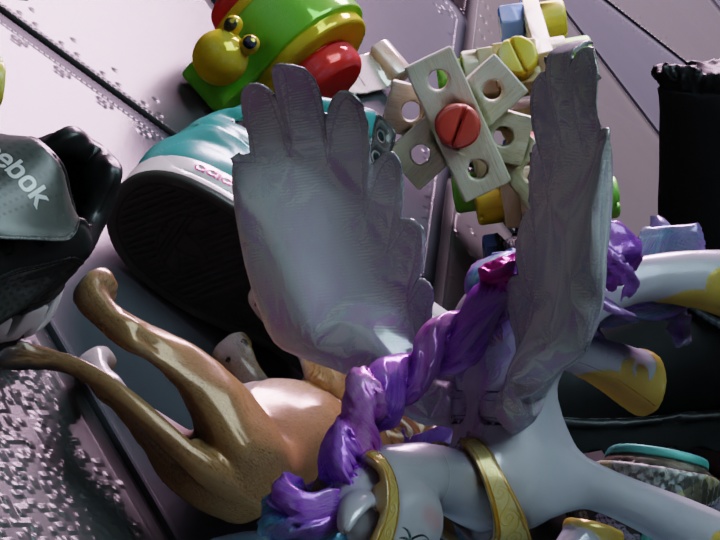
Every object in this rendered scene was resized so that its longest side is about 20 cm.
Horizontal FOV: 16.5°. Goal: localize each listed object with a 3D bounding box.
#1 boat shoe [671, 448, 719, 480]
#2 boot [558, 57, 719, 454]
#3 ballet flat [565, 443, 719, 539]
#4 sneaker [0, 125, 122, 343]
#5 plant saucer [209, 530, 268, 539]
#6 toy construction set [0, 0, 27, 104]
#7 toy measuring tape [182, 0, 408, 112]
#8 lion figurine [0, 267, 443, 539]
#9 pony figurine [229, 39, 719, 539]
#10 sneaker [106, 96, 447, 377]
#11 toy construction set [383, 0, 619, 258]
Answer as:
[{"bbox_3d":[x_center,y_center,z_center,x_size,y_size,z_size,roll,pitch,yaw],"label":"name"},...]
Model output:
[{"bbox_3d":[0.194,0.078,1.161,0.200,0.063,0.073,23,12,-41],"label":"boat shoe"},{"bbox_3d":[0.133,-0.008,1.037,0.198,0.163,0.073,2,17,-8],"label":"boot"},{"bbox_3d":[0.110,0.108,1.000,0.072,0.072,0.200,47,0,9],"label":"ballet flat"},{"bbox_3d":[-0.138,-0.006,0.803,0.066,0.091,0.200,44,25,6],"label":"sneaker"},{"bbox_3d":[0.030,0.147,0.816,0.201,0.039,0.201,21,12,-4],"label":"plant saucer"},{"bbox_3d":[-0.155,-0.143,0.921,0.092,0.131,0.200,20,69,-11],"label":"toy construction set"},{"bbox_3d":[-0.014,-0.110,1.168,0.074,0.074,0.200,49,27,15],"label":"toy measuring tape"},{"bbox_3d":[-0.030,0.058,0.887,0.200,0.072,0.122,-9,52,-52],"label":"lion figurine"},{"bbox_3d":[0.049,0.028,0.824,0.200,0.167,0.193,3,85,-43],"label":"pony figurine"},{"bbox_3d":[0.000,0.000,1.010,0.200,0.084,0.121,37,35,-8],"label":"sneaker"},{"bbox_3d":[0.073,-0.056,1.129,0.200,0.092,0.131,-35,119,-74],"label":"toy construction set"}]
